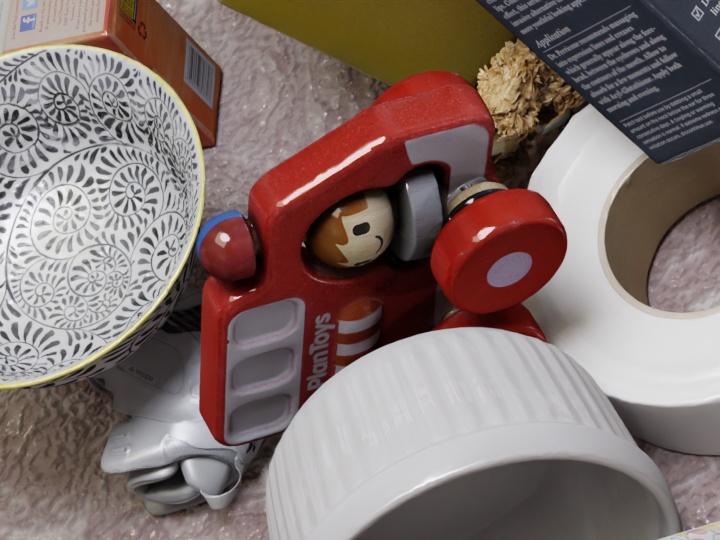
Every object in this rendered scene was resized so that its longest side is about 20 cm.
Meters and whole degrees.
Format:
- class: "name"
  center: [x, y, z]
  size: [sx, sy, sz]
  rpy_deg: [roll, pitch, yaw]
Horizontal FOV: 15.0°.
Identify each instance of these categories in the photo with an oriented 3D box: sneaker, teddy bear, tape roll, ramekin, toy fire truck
- class: "sneaker"
  center: [-0.130, 0.065, 1.520]
  size: [0.199, 0.075, 0.115]
  rpy_deg: [12, 69, 28]
- class: "teddy bear"
  center: [0.111, -0.117, 1.456]
  size: [0.200, 0.145, 0.067]
  rpy_deg: [-39, 76, 12]
- class: "tape roll"
  center: [0.182, -0.011, 1.401]
  size: [0.202, 0.071, 0.203]
  rpy_deg: [-12, 61, 23]
- class: "ramekin"
  center: [0.048, 0.119, 1.331]
  size: [0.200, 0.200, 0.105]
  rpy_deg: [-31, 48, 10]
- class: "toy fire truck"
  center: [0.000, 0.000, 1.345]
  size: [0.167, 0.200, 0.112]
  rpy_deg: [-17, 53, -18]

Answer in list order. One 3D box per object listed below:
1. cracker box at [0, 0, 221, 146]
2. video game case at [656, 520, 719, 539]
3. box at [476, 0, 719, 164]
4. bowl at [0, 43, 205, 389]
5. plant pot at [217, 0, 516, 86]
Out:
- class: "cracker box"
  center: [-0.200, -0.112, 1.611]
  size: [0.199, 0.134, 0.058]
  rpy_deg: [-9, 61, 23]
- class: "video game case"
  center: [0.239, 0.164, 1.223]
  size: [0.200, 0.182, 0.023]
  rpy_deg: [31, 118, 38]
- class: "box"
  center: [0.136, -0.178, 1.333]
  size: [0.149, 0.200, 0.107]
  rpy_deg: [-56, 15, -25]
- class: "bowl"
  center: [-0.163, -0.013, 1.473]
  size: [0.200, 0.094, 0.201]
  rpy_deg: [-7, 64, 14]
- class: "plant pot"
  center: [0.028, -0.240, 1.490]
  size: [0.176, 0.200, 0.201]
  rpy_deg: [-34, 52, 30]
